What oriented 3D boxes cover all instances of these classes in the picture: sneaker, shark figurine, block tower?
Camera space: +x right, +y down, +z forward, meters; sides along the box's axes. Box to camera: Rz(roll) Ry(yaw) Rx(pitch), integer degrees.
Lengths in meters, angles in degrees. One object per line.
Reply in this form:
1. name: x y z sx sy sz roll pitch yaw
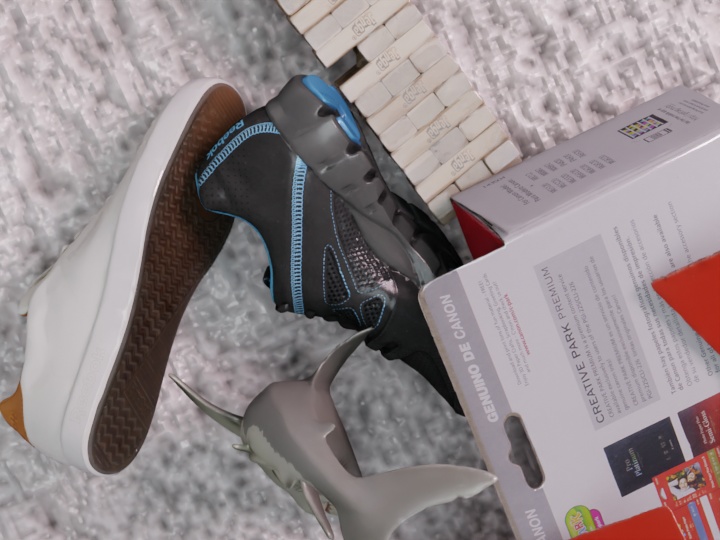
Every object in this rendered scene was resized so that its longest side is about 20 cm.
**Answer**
1. sneaker: -0.123 -0.007 0.918 0.084 0.073 0.201 16 78 32
2. shark figurine: -0.014 0.067 0.865 0.128 0.214 0.090 44 83 -7
3. block tower: 0.002 -0.115 0.916 0.054 0.058 0.200 -37 99 3
4. sneaker: 0.000 0.000 0.919 0.082 0.073 0.200 -33 110 10

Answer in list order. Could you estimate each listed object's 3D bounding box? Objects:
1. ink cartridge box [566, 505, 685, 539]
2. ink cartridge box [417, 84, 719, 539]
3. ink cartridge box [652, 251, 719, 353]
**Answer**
1. ink cartridge box: 0.087 0.212 0.864 0.199 0.057 0.163 -27 90 43
2. ink cartridge box: 0.125 0.042 0.901 0.175 0.084 0.201 -25 111 -7
3. ink cartridge box: 0.244 0.056 0.812 0.200 0.057 0.162 38 136 -25
